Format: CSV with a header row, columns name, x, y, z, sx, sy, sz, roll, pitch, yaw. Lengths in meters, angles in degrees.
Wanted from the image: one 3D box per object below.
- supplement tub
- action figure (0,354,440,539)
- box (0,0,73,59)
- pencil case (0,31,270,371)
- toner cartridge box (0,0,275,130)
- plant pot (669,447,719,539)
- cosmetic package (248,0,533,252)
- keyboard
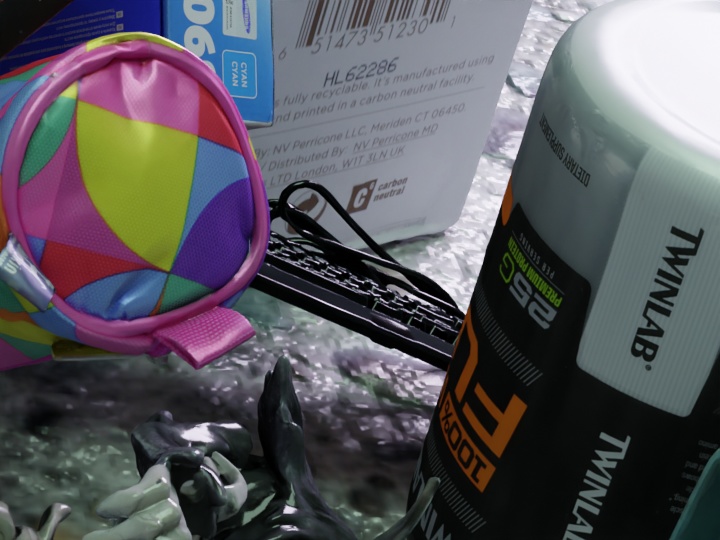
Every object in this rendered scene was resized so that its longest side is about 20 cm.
name,x,y,z,sx,sy,sz,roll,pitch,yaw
supplement tub,0.084,0.036,0.758,0.122,0.200,0.123,12,30,-7
action figure,-0.068,0.089,0.693,0.199,0.119,0.102,-3,22,-13
box,-0.169,-0.062,0.761,0.200,0.038,0.136,-40,36,-16
pencil case,-0.106,-0.007,0.770,0.088,0.089,0.200,-9,0,-35
toner cartridge box,-0.109,-0.080,0.857,0.043,0.095,0.200,2,-5,-45
plant pot,0.174,0.139,0.702,0.200,0.142,0.141,2,33,-35
cosmetic package,-0.063,-0.119,0.972,0.167,0.167,0.200,-15,43,-42
keyboard,0.000,0.000,0.869,0.200,0.040,0.104,25,-1,-19
